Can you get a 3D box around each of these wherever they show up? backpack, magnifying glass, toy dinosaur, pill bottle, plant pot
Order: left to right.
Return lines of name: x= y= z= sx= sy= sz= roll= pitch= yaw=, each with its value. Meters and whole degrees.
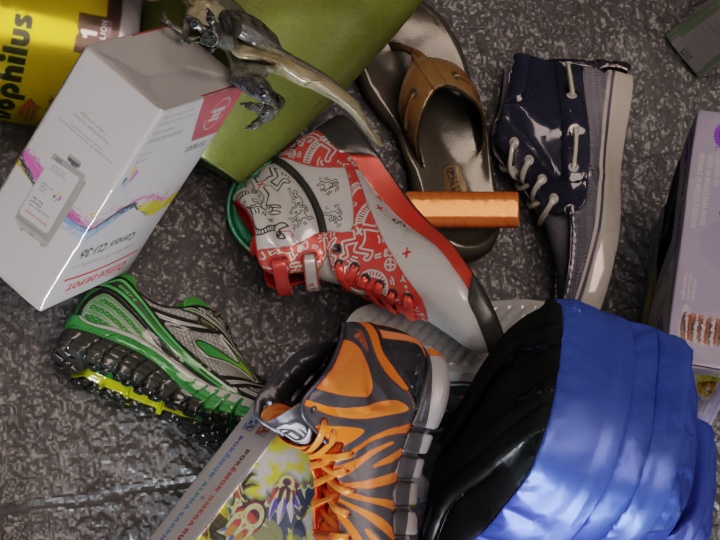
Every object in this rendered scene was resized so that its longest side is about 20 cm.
pill bottle: x=-0.249 y=-0.155 z=1.457 sx=0.200 sy=0.109 sz=0.109 roll=9 pitch=77 yaw=-14
toy dinosaur: x=-0.069 y=-0.131 z=1.375 sx=0.200 sy=0.088 sz=0.047 roll=36 pitch=111 yaw=-2
plant pot: x=-0.069 y=-0.166 z=1.489 sx=0.187 sy=0.187 sz=0.200 roll=30 pitch=87 yaw=-9
magnifying glass: x=0.008 y=-0.042 z=1.534 sx=0.200 sy=0.022 sz=0.080 roll=0 pitch=81 yaw=-4
backpack: x=0.135 y=0.117 z=1.370 sx=0.168 sy=0.200 sz=0.163 roll=14 pitch=49 yaw=-10

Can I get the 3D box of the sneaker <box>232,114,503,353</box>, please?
sneaker: x=0.000 y=0.000 z=1.472 sx=0.108 sy=0.067 sz=0.201 roll=-34 pitch=68 yaw=-10

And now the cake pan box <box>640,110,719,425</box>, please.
cake pan box: x=0.222 y=0.016 z=1.505 sx=0.052 sy=0.184 sz=0.200 roll=11 pitch=64 yaw=0

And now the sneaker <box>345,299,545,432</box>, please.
sneaker: x=0.082 y=0.066 z=1.522 sx=0.200 sy=0.079 sz=0.079 roll=7 pitch=58 yaw=-6

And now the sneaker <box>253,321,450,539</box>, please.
sneaker: x=-0.021 y=0.126 z=1.369 sx=0.112 sy=0.078 sz=0.200 roll=22 pitch=73 yaw=-36

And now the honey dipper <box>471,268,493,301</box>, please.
honey dipper: x=0.119 y=0.040 z=1.566 sx=0.200 sy=0.038 sz=0.038 roll=27 pitch=73 yaw=-11

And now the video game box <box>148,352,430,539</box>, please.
video game box: x=-0.032 y=0.184 z=1.441 sx=0.182 sy=0.047 sz=0.200 roll=-54 pitch=127 yaw=-20

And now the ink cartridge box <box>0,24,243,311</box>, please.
ink cartridge box: x=-0.167 y=-0.050 z=1.402 sx=0.067 sy=0.116 sz=0.200 roll=40 pitch=115 yaw=11

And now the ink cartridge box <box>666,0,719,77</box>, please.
ink cartridge box: x=0.314 y=-0.220 z=1.589 sx=0.145 sy=0.200 sz=0.048 roll=-38 pitch=91 yaw=-19

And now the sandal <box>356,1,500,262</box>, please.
sandal: x=0.051 y=-0.104 z=1.564 sx=0.082 sy=0.055 sz=0.200 roll=-14 pitch=84 yaw=-18

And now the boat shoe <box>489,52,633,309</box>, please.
boat shoe: x=0.132 y=-0.059 z=1.578 sx=0.093 sy=0.075 sz=0.200 roll=11 pitch=68 yaw=-8

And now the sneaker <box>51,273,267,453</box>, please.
sneaker: x=-0.096 y=0.064 z=1.476 sx=0.200 sy=0.078 sz=0.085 roll=28 pitch=63 yaw=-14
